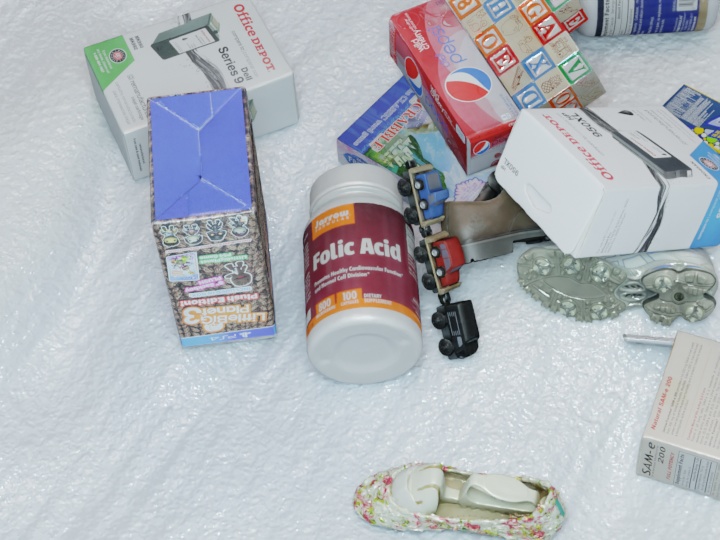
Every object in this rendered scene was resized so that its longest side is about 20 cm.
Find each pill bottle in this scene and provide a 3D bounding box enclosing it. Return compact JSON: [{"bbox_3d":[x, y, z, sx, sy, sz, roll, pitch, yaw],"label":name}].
[{"bbox_3d":[0.000,0.000,1.627,0.113,0.114,0.201,-5,53,1],"label":"pill bottle"},{"bbox_3d":[0.295,-0.322,1.847,0.199,0.116,0.116,-2,53,2],"label":"pill bottle"}]

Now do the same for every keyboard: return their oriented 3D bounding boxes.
[{"bbox_3d":[0.353,0.074,1.586,0.199,0.056,0.011,5,86,8],"label":"keyboard"}]

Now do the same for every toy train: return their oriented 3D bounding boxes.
[{"bbox_3d":[0.079,-0.011,1.604,0.046,0.201,0.034,-11,5,44],"label":"toy train"}]

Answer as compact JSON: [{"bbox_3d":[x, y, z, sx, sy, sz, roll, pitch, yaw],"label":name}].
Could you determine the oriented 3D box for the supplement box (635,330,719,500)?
[{"bbox_3d":[0.366,0.149,1.513,0.199,0.074,0.126,17,56,16],"label":"supplement box"}]

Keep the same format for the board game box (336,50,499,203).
[{"bbox_3d":[0.112,-0.145,1.773,0.199,0.041,0.200,32,62,24],"label":"board game box"}]

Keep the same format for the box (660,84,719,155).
[{"bbox_3d":[0.399,-0.111,1.708,0.200,0.070,0.064,33,60,25],"label":"box"}]

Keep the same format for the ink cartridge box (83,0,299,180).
[{"bbox_3d":[-0.185,-0.205,1.814,0.199,0.084,0.146,-21,55,-12],"label":"ink cartridge box"}]

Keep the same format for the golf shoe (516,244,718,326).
[{"bbox_3d":[0.256,0.001,1.649,0.199,0.079,0.097,9,34,7],"label":"golf shoe"}]

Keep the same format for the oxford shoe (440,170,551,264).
[{"bbox_3d":[0.169,-0.066,1.662,0.199,0.073,0.085,-14,89,-29],"label":"oxford shoe"}]

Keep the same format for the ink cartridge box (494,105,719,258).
[{"bbox_3d":[0.255,-0.090,1.618,0.199,0.085,0.145,-5,39,-35],"label":"ink cartridge box"}]

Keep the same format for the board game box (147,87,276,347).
[{"bbox_3d":[-0.144,-0.050,1.612,0.096,0.200,0.160,-7,53,-1],"label":"board game box"}]

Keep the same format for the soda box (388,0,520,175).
[{"bbox_3d":[0.100,-0.198,1.748,0.070,0.064,0.200,-21,55,-11],"label":"soda box"}]

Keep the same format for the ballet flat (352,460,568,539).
[{"bbox_3d":[0.090,0.202,1.501,0.199,0.064,0.076,3,54,7],"label":"ballet flat"}]

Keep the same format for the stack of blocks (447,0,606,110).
[{"bbox_3d":[0.182,-0.256,1.752,0.115,0.059,0.201,-34,62,9],"label":"stack of blocks"}]
